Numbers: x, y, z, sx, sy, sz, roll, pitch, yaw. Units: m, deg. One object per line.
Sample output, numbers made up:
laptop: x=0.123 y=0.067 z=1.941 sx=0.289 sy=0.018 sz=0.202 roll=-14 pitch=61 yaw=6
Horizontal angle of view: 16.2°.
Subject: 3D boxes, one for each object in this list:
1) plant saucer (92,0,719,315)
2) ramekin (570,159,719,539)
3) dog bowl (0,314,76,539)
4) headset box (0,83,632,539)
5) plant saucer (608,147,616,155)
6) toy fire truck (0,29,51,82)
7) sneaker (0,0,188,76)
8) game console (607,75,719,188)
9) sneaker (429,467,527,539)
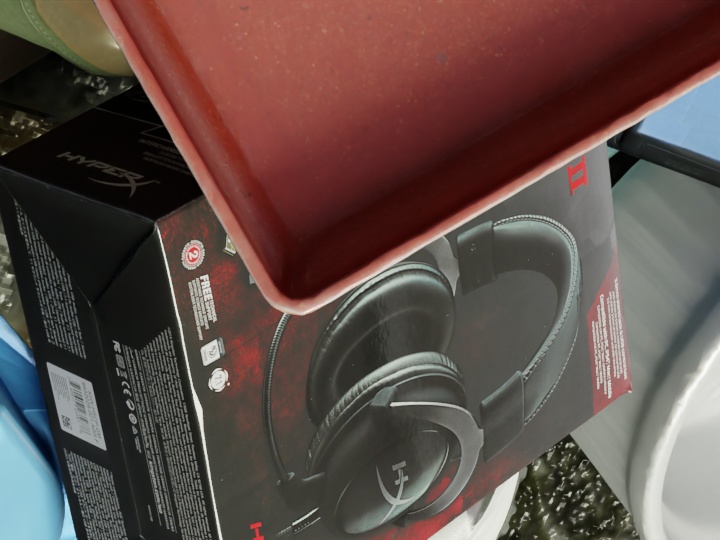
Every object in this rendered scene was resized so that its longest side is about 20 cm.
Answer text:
plant saucer: x=0.013 y=-0.118 z=0.668 sx=0.199 sy=0.037 sz=0.200 roll=-30 pitch=87 yaw=-12
ramekin: x=0.167 y=0.023 z=1.004 sx=0.200 sy=0.098 sz=0.201 roll=-22 pitch=136 yaw=-22
dog bowl: x=-0.144 y=0.042 z=0.737 sx=0.111 sy=0.050 sz=0.200 roll=-38 pitch=132 yaw=-8
headset box: x=0.000 y=0.000 z=0.761 sx=0.200 sy=0.077 sz=0.149 roll=-31 pitch=125 yaw=-36
plant saucer: x=0.060 y=-0.105 z=0.919 sx=0.199 sy=0.027 sz=0.201 roll=-16 pitch=126 yaw=-24
toy fire truck: x=-0.153 y=-0.019 z=0.795 sx=0.199 sy=0.129 sz=0.177 roll=-20 pitch=128 yaw=-8
sneaker: x=-0.139 y=-0.107 z=0.711 sx=0.090 sy=0.200 sz=0.067 roll=-50 pitch=173 yaw=27
game console: x=0.158 y=-0.045 z=0.800 sx=0.199 sy=0.117 sz=0.176 roll=20 pitch=138 yaw=-3
sneaker: x=-0.016 y=0.105 z=0.977 sx=0.200 sy=0.074 sz=0.079 roll=-44 pitch=126 yaw=-1
